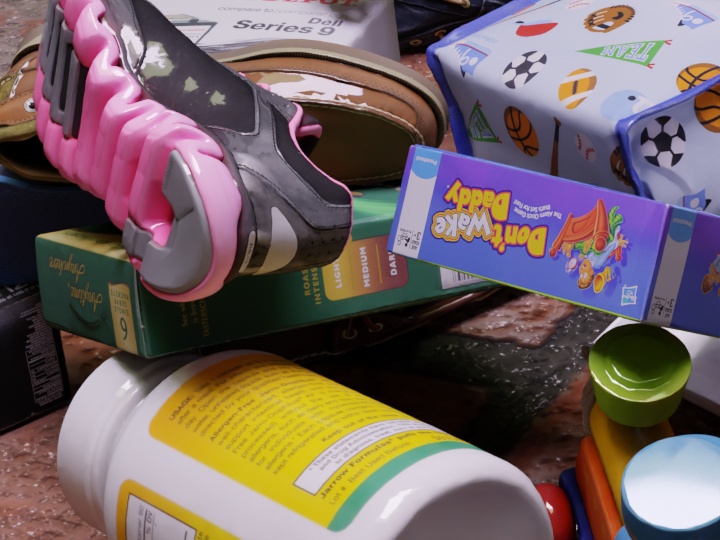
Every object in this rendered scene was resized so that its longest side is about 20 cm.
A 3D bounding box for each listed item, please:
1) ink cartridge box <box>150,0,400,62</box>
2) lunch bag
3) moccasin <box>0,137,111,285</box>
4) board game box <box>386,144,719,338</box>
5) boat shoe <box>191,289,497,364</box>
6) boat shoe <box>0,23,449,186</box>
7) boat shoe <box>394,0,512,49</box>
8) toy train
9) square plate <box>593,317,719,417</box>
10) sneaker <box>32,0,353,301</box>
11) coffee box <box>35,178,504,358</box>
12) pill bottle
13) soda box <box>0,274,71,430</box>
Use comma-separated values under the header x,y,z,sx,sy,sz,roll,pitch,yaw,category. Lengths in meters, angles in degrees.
x,y,z,sx,sy,sz,roll,pitch,yaw,category
-0.078,-0.075,1.361,0.145,0.084,0.200,5,31,21,ink cartridge box
0.166,-0.087,1.286,0.200,0.124,0.170,-31,34,-23,lunch bag
-0.145,-0.037,1.198,0.199,0.081,0.068,1,43,-8,moccasin
0.128,-0.003,1.044,0.200,0.045,0.134,11,4,-45,board game box
0.000,0.000,1.221,0.200,0.071,0.070,-25,29,-28,boat shoe
-0.064,-0.056,1.125,0.199,0.072,0.068,4,43,13,boat shoe
0.062,-0.163,1.510,0.200,0.091,0.071,22,32,-3,boat shoe
0.104,0.063,0.997,0.084,0.116,0.200,-10,45,-4,toy train
0.235,0.012,1.138,0.200,0.028,0.198,-41,39,-17,square plate
-0.067,-0.058,1.048,0.095,0.079,0.200,-5,40,-28,sneaker
-0.026,-0.007,1.110,0.199,0.044,0.123,-11,11,-24,coffee box
-0.029,0.096,1.013,0.113,0.113,0.200,-28,32,-32,pill bottle
-0.236,0.059,1.184,0.200,0.064,0.071,-23,31,-27,soda box
